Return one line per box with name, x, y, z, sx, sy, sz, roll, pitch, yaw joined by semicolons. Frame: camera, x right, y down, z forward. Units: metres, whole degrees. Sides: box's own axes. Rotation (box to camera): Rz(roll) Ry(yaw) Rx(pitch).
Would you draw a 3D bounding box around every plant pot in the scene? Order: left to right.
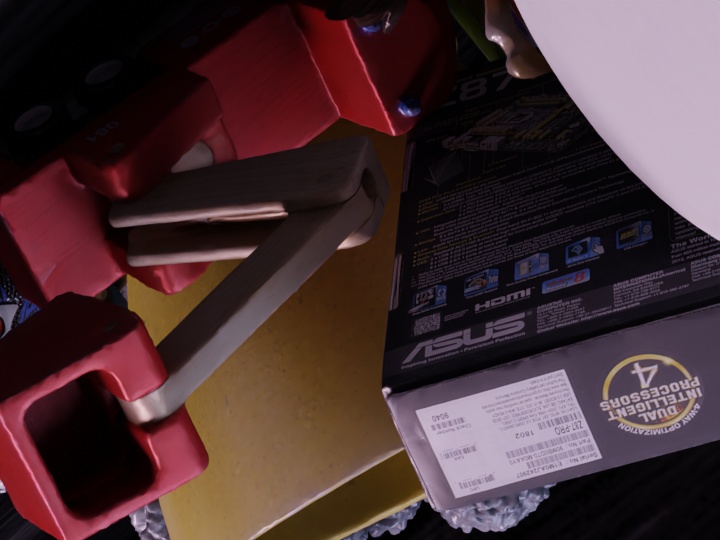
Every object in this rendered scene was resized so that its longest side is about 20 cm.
plant pot;0.000;0.000;1.012;0.199;0.142;0.200;-27;171;-5

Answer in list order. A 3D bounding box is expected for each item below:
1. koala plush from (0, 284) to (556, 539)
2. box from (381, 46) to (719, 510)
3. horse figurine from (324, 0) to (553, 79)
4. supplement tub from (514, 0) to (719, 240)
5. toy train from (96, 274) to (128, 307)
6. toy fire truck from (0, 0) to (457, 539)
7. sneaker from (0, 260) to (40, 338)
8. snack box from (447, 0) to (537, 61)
koala plush;-0.056;0.051;1.191;0.177;0.184;0.200;-37;-166;-16
box;0.107;-0.023;0.807;0.199;0.049;0.161;-17;-147;14
horse figurine;0.077;-0.130;0.811;0.199;0.133;0.050;-19;180;-6
supplement tub;0.143;-0.109;0.724;0.200;0.145;0.144;-35;172;-15
toy train;-0.149;0.045;0.989;0.200;0.046;0.034;-35;172;-33
toy fire truck;-0.039;-0.020;0.822;0.200;0.049;0.141;-36;-149;-19
sneaker;-0.131;0.031;0.862;0.075;0.079;0.200;-40;173;19
snack box;0.107;-0.058;1.023;0.068;0.200;0.169;-39;172;-3
